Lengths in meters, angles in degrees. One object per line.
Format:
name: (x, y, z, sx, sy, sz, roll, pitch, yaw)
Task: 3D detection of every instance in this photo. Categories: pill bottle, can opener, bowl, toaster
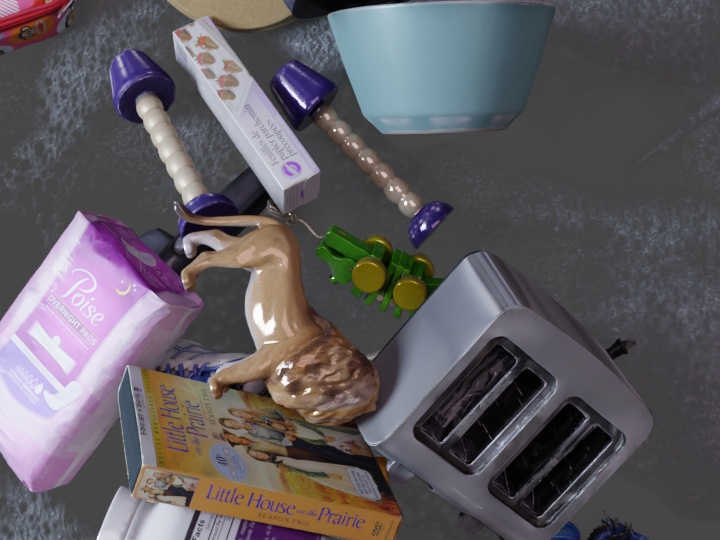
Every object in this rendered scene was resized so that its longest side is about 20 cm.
pill bottle: (-0.091, 0.224, 0.813, 0.198, 0.112, 0.114, 21, 77, -3)
can opener: (-0.135, -0.034, 1.002, 0.200, 0.063, 0.079, -43, 85, -12)
bowl: (0.071, -0.175, 1.006, 0.198, 0.201, 0.107, -3, 99, -7)
toaster: (0.115, 0.102, 0.913, 0.180, 0.119, 0.200, 38, 100, -23)

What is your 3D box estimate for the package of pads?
package of pads: (-0.230, 0.066, 0.926, 0.120, 0.076, 0.201, 41, 98, 17)

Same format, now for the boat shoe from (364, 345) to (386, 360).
boat shoe: (0.080, 0.090, 0.997, 0.197, 0.075, 0.074, -11, 82, -8)

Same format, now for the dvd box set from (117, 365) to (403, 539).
dvd box set: (-0.078, 0.136, 0.854, 0.198, 0.147, 0.030, 16, 107, -21)

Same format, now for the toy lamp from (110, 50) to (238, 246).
toy lamp: (-0.164, -0.112, 0.983, 0.058, 0.058, 0.201, -26, 60, -11)

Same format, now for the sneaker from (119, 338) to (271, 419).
sneaker: (-0.133, 0.091, 0.965, 0.197, 0.088, 0.076, 2, 80, -5)

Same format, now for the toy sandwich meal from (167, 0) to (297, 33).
toy sandwich meal: (-0.115, -0.305, 1.023, 0.202, 0.207, 0.071, 7, 41, -5)

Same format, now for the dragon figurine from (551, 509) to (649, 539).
dragon figurine: (0.154, 0.242, 0.982, 0.197, 0.059, 0.101, 14, 77, -4)

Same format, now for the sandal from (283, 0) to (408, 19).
sandal: (0.017, -0.258, 1.039, 0.199, 0.076, 0.043, -25, 69, -32)

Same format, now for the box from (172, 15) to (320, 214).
box: (-0.102, -0.139, 1.009, 0.038, 0.042, 0.201, -28, 64, -17)

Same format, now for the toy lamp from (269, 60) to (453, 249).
toy lamp: (-0.001, -0.109, 1.037, 0.200, 0.058, 0.058, 44, 77, 2)

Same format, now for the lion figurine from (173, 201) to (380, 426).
lion figurine: (-0.065, 0.027, 0.878, 0.121, 0.072, 0.203, -17, 87, 1)

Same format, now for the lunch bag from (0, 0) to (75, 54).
lunch bag: (-0.337, -0.296, 1.028, 0.174, 0.082, 0.202, -22, 83, -14)

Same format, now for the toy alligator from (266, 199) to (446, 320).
toy alligator: (0.000, 0.000, 1.019, 0.198, 0.059, 0.055, 24, 117, -2)

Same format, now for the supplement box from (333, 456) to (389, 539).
supplement box: (-0.074, 0.224, 0.926, 0.197, 0.074, 0.128, 1, 62, -15)
